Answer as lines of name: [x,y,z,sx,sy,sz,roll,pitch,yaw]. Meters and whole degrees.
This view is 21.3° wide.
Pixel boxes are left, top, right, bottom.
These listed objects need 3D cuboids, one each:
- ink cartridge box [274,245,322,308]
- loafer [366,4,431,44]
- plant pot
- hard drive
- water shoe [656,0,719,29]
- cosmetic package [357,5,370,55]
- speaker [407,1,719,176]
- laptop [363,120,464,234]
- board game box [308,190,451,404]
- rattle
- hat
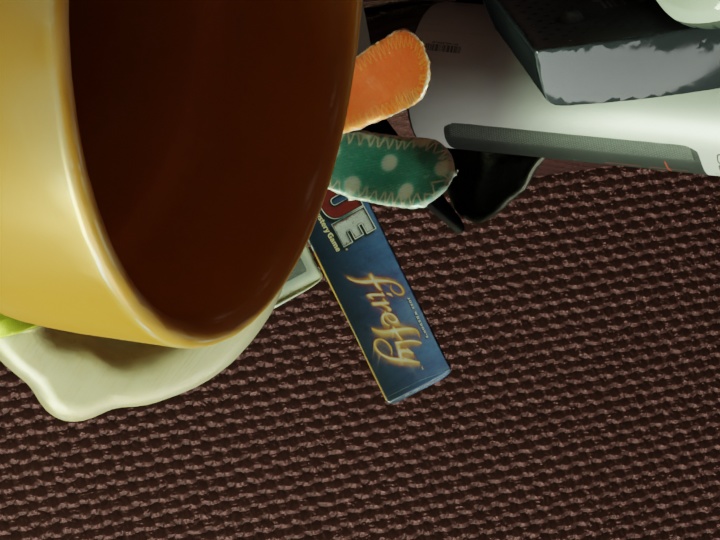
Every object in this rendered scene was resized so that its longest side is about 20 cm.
ink cartridge box: [-0.115,-0.068,1.019,0.043,0.201,0.198,-30,-172,-24]
loafer: [-0.028,-0.140,1.274,0.199,0.071,0.073,-19,147,-12]
plant pot: [-0.117,-0.087,0.540,0.182,0.202,0.200,6,-177,19]
hard drive: [0.166,-0.132,0.939,0.199,0.043,0.135,-11,-151,-7]
water shoe: [0.140,-0.174,0.888,0.071,0.079,0.200,-17,-153,-17]
cosmetic package: [-0.092,-0.116,0.812,0.090,0.108,0.199,-13,174,40]
speaker: [0.129,-0.096,1.010,0.199,0.082,0.081,8,-175,22]
laptop: [-0.061,-0.085,1.110,0.116,0.200,0.187,-39,158,8]
board game box: [0.000,0.000,0.964,0.034,0.136,0.200,-26,176,-1]
rattle: [-0.067,-0.038,0.767,0.200,0.130,0.143,-39,-174,1]
hat: [0.084,-0.132,1.139,0.081,0.201,0.200,34,161,-19]
